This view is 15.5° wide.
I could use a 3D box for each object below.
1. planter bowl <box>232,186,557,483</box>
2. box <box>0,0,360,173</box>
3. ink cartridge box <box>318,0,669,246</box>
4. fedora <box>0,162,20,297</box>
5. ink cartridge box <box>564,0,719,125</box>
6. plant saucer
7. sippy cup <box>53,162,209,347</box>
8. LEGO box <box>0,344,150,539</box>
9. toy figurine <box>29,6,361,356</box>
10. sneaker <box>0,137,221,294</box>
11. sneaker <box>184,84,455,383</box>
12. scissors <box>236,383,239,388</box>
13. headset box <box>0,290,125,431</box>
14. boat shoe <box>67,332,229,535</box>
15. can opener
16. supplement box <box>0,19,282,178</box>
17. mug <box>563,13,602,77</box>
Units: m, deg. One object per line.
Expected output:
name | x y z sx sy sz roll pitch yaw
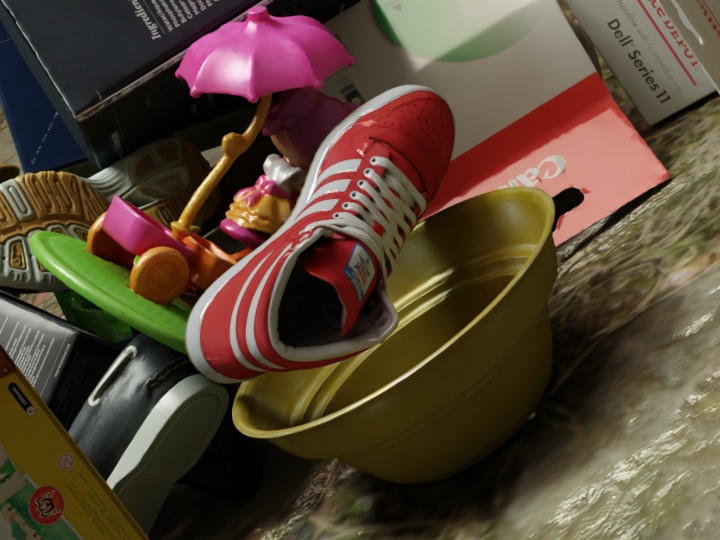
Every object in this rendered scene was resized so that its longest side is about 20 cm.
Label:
planter bowl | 0.037 0.050 1.365 0.200 0.084 0.201 -32 17 11
box | -0.110 -0.169 1.568 0.196 0.124 0.200 -34 -5 -6
ink cartridge box | 0.061 -0.092 1.541 0.160 0.050 0.200 -32 53 -2
fedora | -0.281 0.015 1.706 0.200 0.082 0.201 -38 -7 -6
ink cartridge box | 0.179 -0.171 1.611 0.067 0.117 0.200 -29 18 25
plant saucer | -0.065 -0.048 1.674 0.200 0.037 0.201 -36 13 10
sippy cup | -0.143 -0.008 1.813 0.130 0.140 0.178 -25 55 0
LEGO box | -0.198 0.154 1.354 0.149 0.200 0.077 -43 19 -25
toy figurine | -0.055 -0.049 1.460 0.150 0.199 0.185 37 100 50
sneaker | -0.171 -0.017 1.573 0.199 0.076 0.088 -17 -13 -47
sneaker | 0.000 -0.021 1.359 0.200 0.071 0.112 -51 17 -19
scissors | -0.076 0.069 1.662 0.200 0.014 0.073 -36 15 -1
headset box | -0.256 0.087 1.545 0.199 0.093 0.175 22 87 24
boat shoe | -0.149 0.124 1.469 0.200 0.060 0.076 -52 -29 11
can opener | -0.097 0.066 1.558 0.079 0.063 0.200 -62 25 20
supplement box | -0.144 -0.146 1.770 0.199 0.135 0.200 -18 -2 -2
mug | 0.064 -0.106 1.712 0.133 0.179 0.200 4 8 -23
